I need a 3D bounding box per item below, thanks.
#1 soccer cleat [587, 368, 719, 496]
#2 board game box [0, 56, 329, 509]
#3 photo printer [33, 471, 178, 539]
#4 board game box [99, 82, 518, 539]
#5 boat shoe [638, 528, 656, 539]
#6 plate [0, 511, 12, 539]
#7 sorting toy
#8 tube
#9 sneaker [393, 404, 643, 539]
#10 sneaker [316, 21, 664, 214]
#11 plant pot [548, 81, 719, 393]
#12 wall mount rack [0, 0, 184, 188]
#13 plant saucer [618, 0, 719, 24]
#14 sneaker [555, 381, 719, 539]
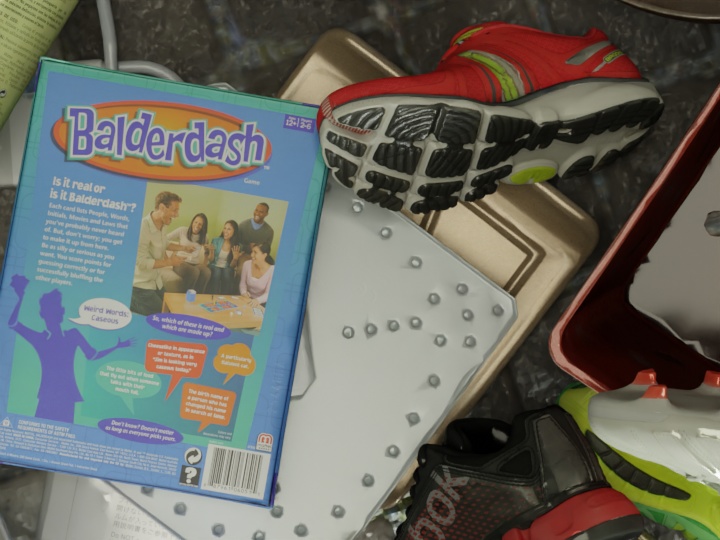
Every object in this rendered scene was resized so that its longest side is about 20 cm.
[{"bbox_3d":[0.194,0.093,0.822,0.199,0.069,0.078,11,98,0],"label":"soccer cleat"},{"bbox_3d":[-0.100,0.007,0.938,0.152,0.045,0.201,10,85,-2],"label":"board game box"},{"bbox_3d":[-0.099,0.178,1.017,0.166,0.069,0.201,11,94,2],"label":"photo printer"},{"bbox_3d":[-0.055,0.040,0.972,0.200,0.026,0.200,37,84,2],"label":"board game box"},{"bbox_3d":[0.123,0.157,1.006,0.200,0.065,0.072,37,95,0],"label":"boat shoe"},{"bbox_3d":[-0.239,0.201,1.006,0.199,0.032,0.200,-34,73,23],"label":"plate"},{"bbox_3d":[0.000,0.000,1.020,0.185,0.036,0.200,37,99,0],"label":"sorting toy"},{"bbox_3d":[-0.170,-0.138,0.942,0.052,0.058,0.200,30,94,16],"label":"tube"},{"bbox_3d":[0.054,0.131,0.960,0.200,0.071,0.098,-38,66,42],"label":"sneaker"},{"bbox_3d":[0.057,-0.086,0.960,0.200,0.077,0.085,-8,54,-32],"label":"sneaker"},{"bbox_3d":[0.223,0.004,0.935,0.200,0.176,0.200,34,95,1],"label":"plant pot"},{"bbox_3d":[-0.190,-0.107,1.000,0.199,0.075,0.174,-4,90,2],"label":"wall mount rack"},{"bbox_3d":[0.183,-0.197,0.953,0.200,0.032,0.201,-4,58,7],"label":"plant saucer"},{"bbox_3d":[0.184,0.113,0.997,0.200,0.084,0.074,38,93,-19],"label":"sneaker"}]
